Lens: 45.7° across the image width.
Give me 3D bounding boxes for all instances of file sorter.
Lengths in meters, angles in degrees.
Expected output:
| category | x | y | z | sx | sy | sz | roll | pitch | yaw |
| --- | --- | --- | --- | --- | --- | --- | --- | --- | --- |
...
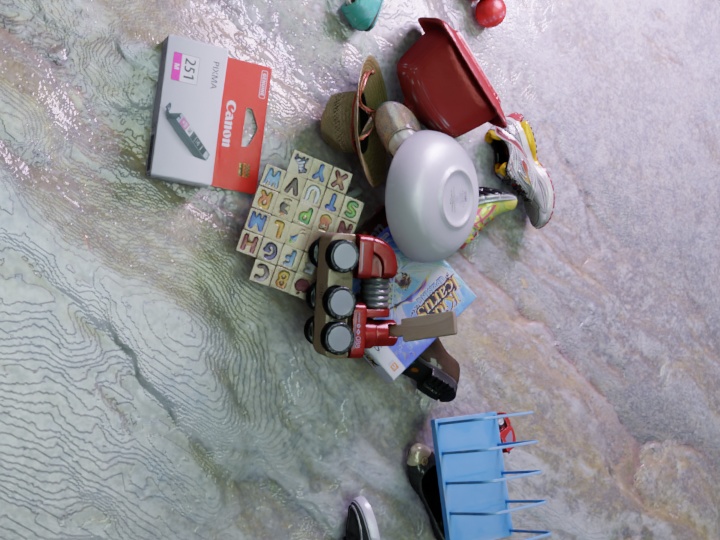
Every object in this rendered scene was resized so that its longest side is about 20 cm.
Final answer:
| category | x | y | z | sx | sy | sz | roll | pitch | yaw |
| --- | --- | --- | --- | --- | --- | --- | --- | --- | --- |
| file sorter | 0.212 | 0.328 | 1.357 | 0.137 | 0.122 | 0.205 | 0 | 77 | -34 |

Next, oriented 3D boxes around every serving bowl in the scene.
| category | x | y | z | sx | sy | sz | roll | pitch | yaw |
| --- | --- | --- | --- | --- | --- | --- | --- | --- | --- |
| serving bowl | 0.123 | -0.111 | 1.297 | 0.198 | 0.065 | 0.205 | -8 | 101 | -49 |

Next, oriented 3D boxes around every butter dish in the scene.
| category | x | y | z | sx | sy | sz | roll | pitch | yaw |
| --- | --- | --- | --- | --- | --- | --- | --- | --- | --- |
| butter dish | 0.118 | -0.284 | 1.359 | 0.147 | 0.200 | 0.201 | -36 | 108 | 4 |

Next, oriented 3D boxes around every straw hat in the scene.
| category | x | y | z | sx | sy | sz | roll | pitch | yaw |
| --- | --- | --- | --- | --- | --- | --- | --- | --- | --- |
| straw hat | -0.016 | -0.230 | 1.324 | 0.083 | 0.201 | 0.206 | 1 | 92 | 15 |

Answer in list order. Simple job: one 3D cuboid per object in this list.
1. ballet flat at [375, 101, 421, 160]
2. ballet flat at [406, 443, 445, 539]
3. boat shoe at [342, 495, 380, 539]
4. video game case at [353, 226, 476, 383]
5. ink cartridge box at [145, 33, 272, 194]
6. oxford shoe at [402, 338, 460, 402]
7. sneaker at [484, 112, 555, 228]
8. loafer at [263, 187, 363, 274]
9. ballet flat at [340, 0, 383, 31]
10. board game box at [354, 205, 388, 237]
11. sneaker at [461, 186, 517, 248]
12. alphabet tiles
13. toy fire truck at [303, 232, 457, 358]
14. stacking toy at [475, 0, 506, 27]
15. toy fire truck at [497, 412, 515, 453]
| category | x | y | z | sx | sy | sz | roll | pitch | yaw |
| --- | --- | --- | --- | --- | --- | --- | --- | --- | --- |
| ballet flat | 0.081 | -0.179 | 1.342 | 0.067 | 0.068 | 0.201 | -28 | 137 | 6 |
| ballet flat | 0.132 | 0.381 | 1.444 | 0.066 | 0.057 | 0.203 | -28 | 104 | -23 |
| boat shoe | -0.009 | 0.468 | 1.376 | 0.065 | 0.070 | 0.205 | -8 | 103 | -27 |
| video game case | 0.056 | 0.041 | 1.346 | 0.200 | 0.045 | 0.182 | -42 | 90 | -19 |
| ink cartridge box | -0.215 | -0.223 | 1.252 | 0.170 | 0.043 | 0.205 | 8 | 89 | -25 |
| oxford shoe | 0.086 | 0.128 | 1.414 | 0.199 | 0.072 | 0.085 | 41 | 48 | -17 |
| sneaker | 0.273 | -0.166 | 1.489 | 0.081 | 0.078 | 0.203 | -24 | 94 | -19 |
| loafer | -0.069 | -0.055 | 1.321 | 0.199 | 0.075 | 0.070 | -39 | 112 | -10 |
| ballet flat | 0.023 | -0.479 | 1.345 | 0.070 | 0.067 | 0.203 | 27 | 82 | -33 |
| board game box | 0.000 | 0.000 | 1.383 | 0.200 | 0.019 | 0.103 | -47 | 109 | -17 |
| sneaker | 0.179 | -0.086 | 1.446 | 0.196 | 0.078 | 0.092 | -15 | 107 | -20 |
| alphabet tiles | -0.088 | -0.066 | 1.269 | 0.164 | 0.006 | 0.204 | 20 | 91 | -21 |
| toy fire truck | 0.032 | 0.040 | 1.254 | 0.196 | 0.128 | 0.180 | 3 | 92 | -24 |
| stacking toy | 0.197 | -0.507 | 1.430 | 0.084 | 0.085 | 0.203 | -29 | 108 | -22 |
| toy fire truck | 0.204 | 0.348 | 1.452 | 0.198 | 0.048 | 0.143 | -28 | 95 | -36 |
